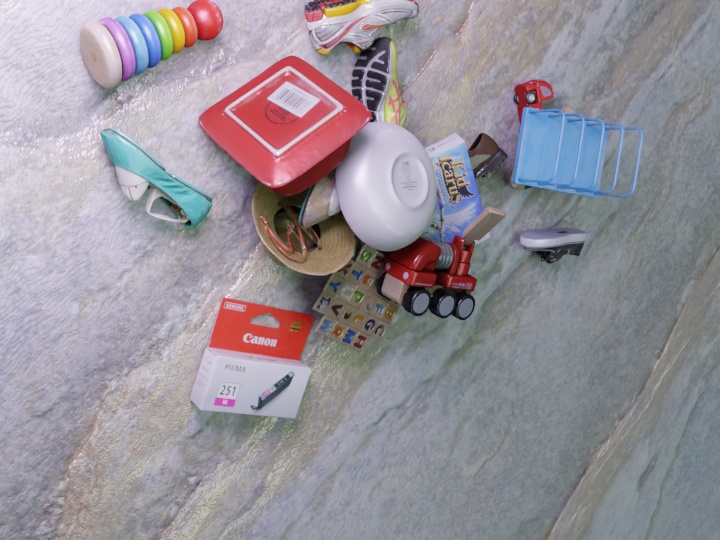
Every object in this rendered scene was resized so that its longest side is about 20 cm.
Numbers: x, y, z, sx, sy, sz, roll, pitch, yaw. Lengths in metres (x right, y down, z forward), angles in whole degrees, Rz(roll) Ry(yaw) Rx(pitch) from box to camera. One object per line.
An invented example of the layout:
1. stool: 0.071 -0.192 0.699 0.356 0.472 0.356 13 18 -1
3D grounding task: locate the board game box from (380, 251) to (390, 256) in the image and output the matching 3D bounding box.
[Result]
1. board game box: 0.048 -0.092 1.507 0.103 0.019 0.202 -40 127 -20

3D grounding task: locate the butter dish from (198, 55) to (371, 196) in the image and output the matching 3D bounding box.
1. butter dish: -0.104 -0.187 1.263 0.199 0.199 0.149 -39 149 -20

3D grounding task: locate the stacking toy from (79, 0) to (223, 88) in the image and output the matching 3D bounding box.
1. stacking toy: -0.266 -0.312 1.134 0.198 0.085 0.087 -30 123 -32

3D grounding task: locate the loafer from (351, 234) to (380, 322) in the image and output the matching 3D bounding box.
1. loafer: 0.000 0.000 1.472 0.069 0.075 0.202 -39 136 -25

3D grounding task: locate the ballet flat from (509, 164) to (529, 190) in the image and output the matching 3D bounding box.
1. ballet flat: 0.372 -0.210 1.700 0.198 0.056 0.068 -26 120 -29

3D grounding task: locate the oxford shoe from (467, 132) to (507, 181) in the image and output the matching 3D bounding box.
1. oxford shoe: 0.171 -0.171 1.557 0.200 0.073 0.085 -46 101 -10

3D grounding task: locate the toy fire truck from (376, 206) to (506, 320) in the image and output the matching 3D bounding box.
1. toy fire truck: 0.144 -0.025 1.435 0.174 0.128 0.204 7 104 -41

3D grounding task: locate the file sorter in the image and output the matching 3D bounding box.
1. file sorter: 0.402 -0.215 1.574 0.196 0.122 0.142 6 95 -25

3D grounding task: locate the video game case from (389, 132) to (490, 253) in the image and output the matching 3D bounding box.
1. video game case: 0.119 -0.107 1.479 0.179 0.046 0.203 -26 123 -7

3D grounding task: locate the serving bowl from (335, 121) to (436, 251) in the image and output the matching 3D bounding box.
1. serving bowl: 0.054 -0.135 1.324 0.198 0.065 0.205 8 79 -42

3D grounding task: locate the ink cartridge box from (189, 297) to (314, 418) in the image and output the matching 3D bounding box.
1. ink cartridge box: -0.165 0.149 1.407 0.198 0.043 0.177 14 99 -41

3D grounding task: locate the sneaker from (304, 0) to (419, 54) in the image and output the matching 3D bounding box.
1. sneaker: 0.003 -0.388 1.332 0.197 0.078 0.084 -18 121 -23

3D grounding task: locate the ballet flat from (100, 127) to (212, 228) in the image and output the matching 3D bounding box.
1. ballet flat: -0.289 -0.117 1.189 0.199 0.067 0.071 37 74 -42

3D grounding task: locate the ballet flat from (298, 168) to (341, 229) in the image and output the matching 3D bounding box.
1. ballet flat: -0.035 -0.138 1.334 0.069 0.066 0.202 95 14 -53

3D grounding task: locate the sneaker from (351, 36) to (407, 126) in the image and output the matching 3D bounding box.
1. sneaker: 0.039 -0.280 1.401 0.089 0.077 0.204 -17 122 -42

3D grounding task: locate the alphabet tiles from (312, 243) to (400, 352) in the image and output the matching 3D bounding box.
1. alphabet tiles: 0.004 0.050 1.444 0.199 0.006 0.168 28 93 -50

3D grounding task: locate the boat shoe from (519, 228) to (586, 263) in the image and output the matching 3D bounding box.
1. boat shoe: 0.401 -0.048 1.783 0.198 0.069 0.068 -9 110 -45

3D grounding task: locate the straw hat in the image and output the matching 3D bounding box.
1. straw hat: -0.110 -0.055 1.343 0.198 0.204 0.085 4 146 -39

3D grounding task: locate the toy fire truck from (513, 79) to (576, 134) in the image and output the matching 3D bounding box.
1. toy fire truck: 0.376 -0.273 1.648 0.139 0.049 0.204 -18 104 -22
